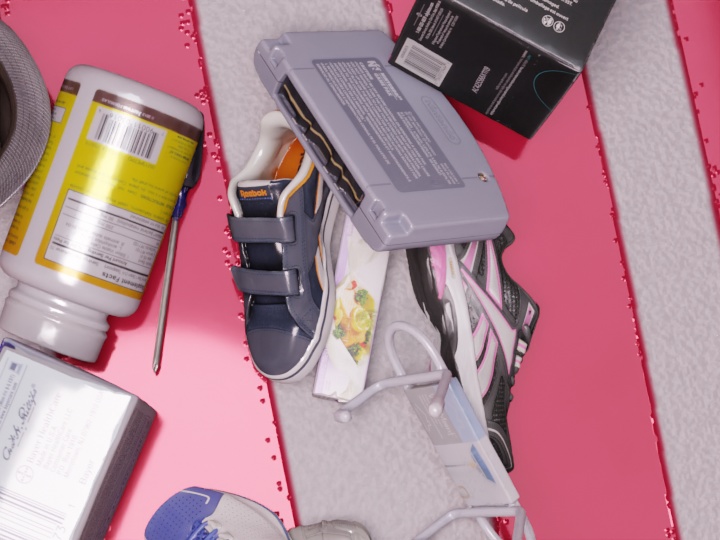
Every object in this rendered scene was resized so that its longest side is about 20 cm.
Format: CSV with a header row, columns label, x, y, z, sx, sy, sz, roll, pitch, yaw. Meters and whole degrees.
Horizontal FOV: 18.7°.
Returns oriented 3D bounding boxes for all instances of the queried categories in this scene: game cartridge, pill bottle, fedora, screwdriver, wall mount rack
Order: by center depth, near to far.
label,x,y,z,sx,sy,sz,roll,pitch,yaw
wall mount rack,0.063,0.136,1.543,0.074,0.173,0.201,-33,99,-26
game cartridge,0.020,-0.096,1.598,0.132,0.041,0.201,-8,53,-36
pill bottle,-0.195,-0.040,1.599,0.108,0.109,0.202,20,89,0
fedora,-0.316,-0.108,1.615,0.200,0.090,0.177,40,81,11
screwdriver,-0.145,-0.024,1.647,0.029,0.028,0.202,8,83,29

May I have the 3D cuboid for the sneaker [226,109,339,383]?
label,x,y,z,sx,sy,sz,roll,pitch,yaw
sneaker,-0.062,-0.021,1.614,0.078,0.079,0.202,-2,76,35

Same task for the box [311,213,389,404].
label,x,y,z,sx,sy,sz,roll,pitch,yaw
box,0.000,0.000,1.643,0.038,0.041,0.202,11,83,-2

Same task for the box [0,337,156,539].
label,x,y,z,sx,sy,sz,roll,pitch,yaw
box,-0.228,0.157,1.535,0.104,0.200,0.185,23,83,1

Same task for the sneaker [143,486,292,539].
label,x,y,z,sx,sy,sz,roll,pitch,yaw
sneaker,-0.084,0.216,1.543,0.199,0.115,0.081,36,93,31

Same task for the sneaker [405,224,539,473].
label,x,y,z,sx,sy,sz,roll,pitch,yaw
sneaker,0.097,0.052,1.627,0.086,0.080,0.202,-10,90,-15

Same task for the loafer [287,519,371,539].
label,x,y,z,sx,sy,sz,roll,pitch,yaw
loafer,-0.023,0.284,1.601,0.069,0.070,0.202,-2,76,2

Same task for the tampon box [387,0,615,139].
label,x,y,z,sx,sy,sz,roll,pitch,yaw
tampon box,0.128,-0.229,1.601,0.125,0.150,0.201,28,71,-1
